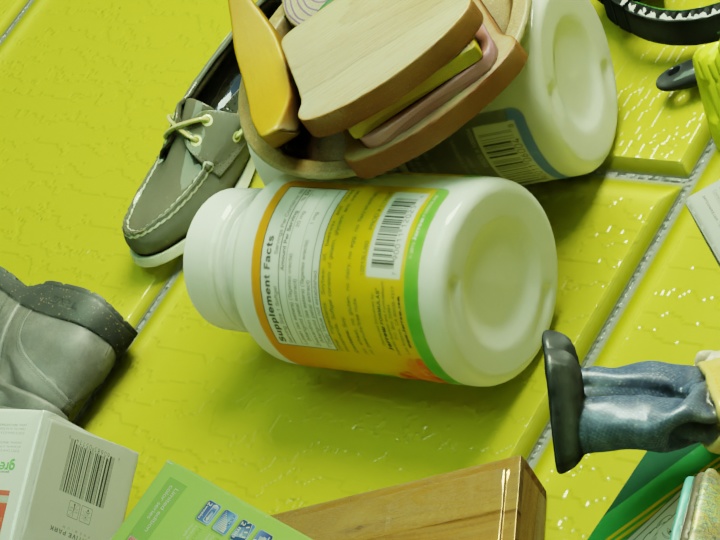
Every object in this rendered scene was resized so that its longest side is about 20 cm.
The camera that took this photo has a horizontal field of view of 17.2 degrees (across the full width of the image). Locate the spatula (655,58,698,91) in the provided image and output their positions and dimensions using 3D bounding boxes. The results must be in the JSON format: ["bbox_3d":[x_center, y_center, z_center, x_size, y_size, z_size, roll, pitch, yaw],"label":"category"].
[{"bbox_3d":[0.258,-0.139,1.339,0.199,0.021,0.057,-23,27,20],"label":"spatula"}]

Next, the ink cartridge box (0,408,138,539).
[{"bbox_3d":[-0.240,0.170,1.328,0.199,0.084,0.177,-1,69,37],"label":"ink cartridge box"}]

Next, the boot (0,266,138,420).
[{"bbox_3d":[-0.239,0.065,1.471,0.199,0.070,0.132,8,60,47],"label":"boot"}]

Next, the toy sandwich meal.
[{"bbox_3d":[0.004,-0.131,1.302,0.204,0.070,0.206,-20,45,21],"label":"toy sandwich meal"}]

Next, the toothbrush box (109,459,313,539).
[{"bbox_3d":[-0.055,0.195,1.113,0.200,0.086,0.146,20,71,52],"label":"toothbrush box"}]

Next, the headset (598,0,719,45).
[{"bbox_3d":[0.180,-0.201,1.444,0.123,0.094,0.200,-38,53,-10],"label":"headset"}]

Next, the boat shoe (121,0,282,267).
[{"bbox_3d":[-0.093,-0.091,1.525,0.072,0.060,0.202,13,59,44],"label":"boat shoe"}]

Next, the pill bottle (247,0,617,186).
[{"bbox_3d":[0.039,-0.097,1.388,0.199,0.114,0.114,-8,45,30],"label":"pill bottle"}]

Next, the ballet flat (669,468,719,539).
[{"bbox_3d":[0.143,0.177,0.980,0.070,0.071,0.201,-3,51,35],"label":"ballet flat"}]

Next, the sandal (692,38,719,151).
[{"bbox_3d":[0.231,-0.105,1.237,0.086,0.080,0.200,-17,5,-1],"label":"sandal"}]

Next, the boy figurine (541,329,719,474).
[{"bbox_3d":[0.181,0.054,1.064,0.198,0.065,0.124,-6,11,7],"label":"boy figurine"}]

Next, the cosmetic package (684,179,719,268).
[{"bbox_3d":[0.273,-0.027,1.143,0.199,0.108,0.085,-29,39,6],"label":"cosmetic package"}]

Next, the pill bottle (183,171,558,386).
[{"bbox_3d":[0.000,0.000,1.318,0.199,0.111,0.111,5,53,40],"label":"pill bottle"}]

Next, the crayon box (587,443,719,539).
[{"bbox_3d":[0.179,0.166,1.052,0.199,0.058,0.173,16,61,46],"label":"crayon box"}]

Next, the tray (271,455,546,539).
[{"bbox_3d":[-0.005,0.162,1.214,0.199,0.037,0.099,-17,41,24],"label":"tray"}]
